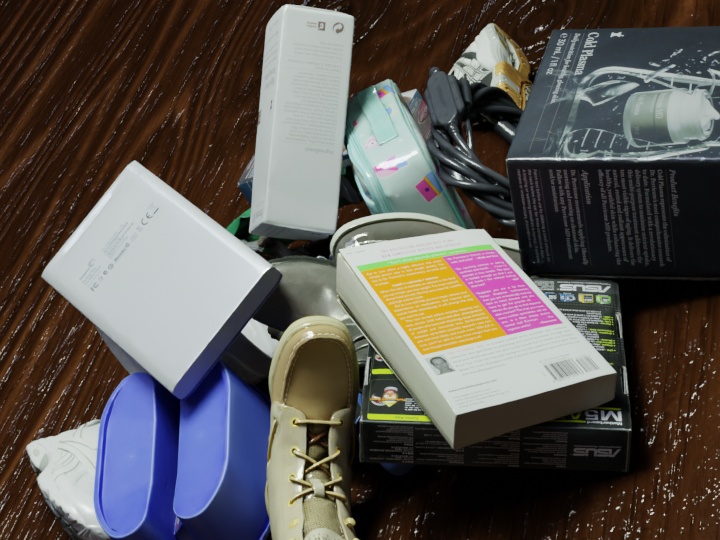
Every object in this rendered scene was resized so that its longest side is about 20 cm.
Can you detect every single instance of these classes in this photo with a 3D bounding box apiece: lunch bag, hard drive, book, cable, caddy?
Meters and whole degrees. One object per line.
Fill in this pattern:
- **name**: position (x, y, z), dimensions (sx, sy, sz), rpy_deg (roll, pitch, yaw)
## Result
- **lunch bag**: position (0.039, -0.083, 1.613), dimensions (0.077, 0.161, 0.200), rpy_deg (-30, 28, 4)
- **hard drive**: position (-0.172, 0.005, 1.480), dimensions (0.200, 0.025, 0.132), rpy_deg (36, 86, 37)
- **book**: position (0.082, 0.042, 1.297), dimensions (0.133, 0.048, 0.200), rpy_deg (-13, 38, -21)
- **cable**: position (0.128, -0.095, 1.556), dimensions (0.051, 0.163, 0.201), rpy_deg (-45, 36, 24)
- **caddy**: position (-0.140, 0.168, 1.452), dimensions (0.141, 0.105, 0.201), rpy_deg (-18, 49, 20)

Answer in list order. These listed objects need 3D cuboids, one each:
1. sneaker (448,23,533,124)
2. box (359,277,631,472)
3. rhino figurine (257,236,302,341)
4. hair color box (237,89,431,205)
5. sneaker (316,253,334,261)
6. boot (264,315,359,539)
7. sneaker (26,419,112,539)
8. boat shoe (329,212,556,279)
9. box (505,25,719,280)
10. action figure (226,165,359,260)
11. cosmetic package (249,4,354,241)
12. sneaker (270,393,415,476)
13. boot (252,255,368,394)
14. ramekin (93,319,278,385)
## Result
- **sneaker**: position (0.134, -0.172, 1.774), dimensions (0.088, 0.076, 0.200), rpy_deg (-42, 22, 19)
- **box**: position (0.103, 0.074, 1.329), dimensions (0.198, 0.048, 0.194), rpy_deg (1, 36, 3)
- **rhino figurine**: position (-0.060, 0.034, 1.602), dimensions (0.060, 0.087, 0.200), rpy_deg (-48, 19, 13)
- **hair color box**: position (-0.023, -0.120, 1.847), dimensions (0.199, 0.061, 0.100), rpy_deg (-12, 34, 33)
- **sneaker**: position (0.000, 0.000, 1.576), dimensions (0.070, 0.109, 0.200), rpy_deg (-32, 27, 0)
- **boot**: position (-0.033, 0.152, 1.300), dimensions (0.072, 0.201, 0.156), rpy_deg (5, 29, -11)
- **sneaker**: position (-0.239, 0.182, 1.574), dimensions (0.099, 0.078, 0.200), rpy_deg (-33, 28, -8)
- **boat shoe**: position (0.074, 0.004, 1.443), dimensions (0.200, 0.072, 0.060), rpy_deg (11, 39, -12)
- **box**: position (0.238, -0.098, 1.416), dimensions (0.195, 0.125, 0.200), rpy_deg (2, 39, 18)
- **action figure**: position (-0.089, -0.036, 1.757), dimensions (0.200, 0.118, 0.055), rpy_deg (-36, 61, 35)
- **cosmetic package**: position (-0.056, -0.132, 1.603), dimensions (0.102, 0.074, 0.202), rpy_deg (158, 118, -78)
- **sneaker**: position (-0.015, 0.130, 1.439), dimensions (0.078, 0.070, 0.200), rpy_deg (-48, 28, 2)
- **boot**: position (-0.004, 0.054, 1.425), dimensions (0.199, 0.068, 0.131), rpy_deg (15, 22, -5)
- **ramekin**: position (-0.165, 0.040, 1.602), dimensions (0.105, 0.200, 0.200), rpy_deg (-38, 27, 8)
